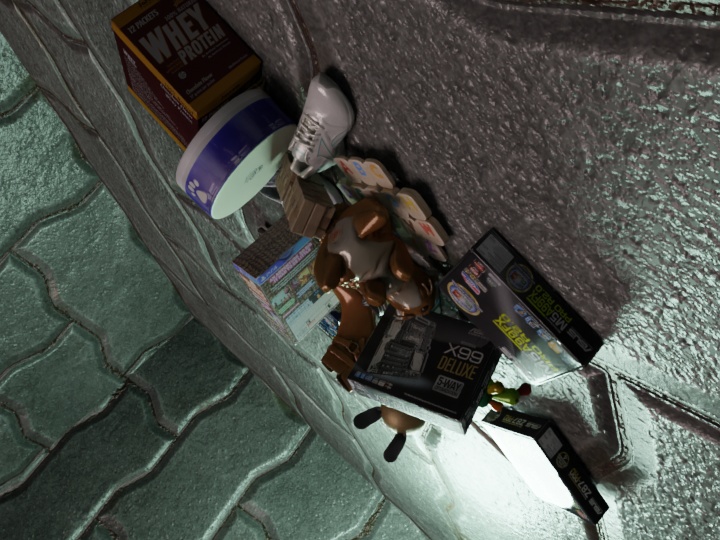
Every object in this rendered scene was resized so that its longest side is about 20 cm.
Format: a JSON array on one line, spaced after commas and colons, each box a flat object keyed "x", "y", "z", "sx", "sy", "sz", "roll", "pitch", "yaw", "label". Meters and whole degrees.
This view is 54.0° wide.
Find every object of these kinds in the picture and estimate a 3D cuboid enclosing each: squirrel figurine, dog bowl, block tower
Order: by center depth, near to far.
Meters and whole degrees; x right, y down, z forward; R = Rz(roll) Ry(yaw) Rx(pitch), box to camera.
[{"x": 0.029, "y": -0.012, "z": 1.052, "sx": 0.185, "sy": 0.143, "sz": 0.200, "roll": 32, "pitch": -175, "yaw": -27, "label": "squirrel figurine"}, {"x": -0.088, "y": -0.116, "z": 1.082, "sx": 0.053, "sy": 0.059, "sz": 0.201, "roll": 19, "pitch": -157, "yaw": -23, "label": "block tower"}, {"x": -0.190, "y": -0.180, "z": 1.106, "sx": 0.079, "sy": 0.200, "sz": 0.200, "roll": 43, "pitch": 161, "yaw": 3, "label": "dog bowl"}]

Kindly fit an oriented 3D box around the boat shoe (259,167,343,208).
[{"x": -0.107, "y": -0.128, "z": 1.227, "sx": 0.199, "sy": 0.067, "sz": 0.074, "roll": 24, "pitch": 151, "yaw": 51, "label": "boat shoe"}]

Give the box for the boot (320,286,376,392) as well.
[{"x": -0.030, "y": 0.126, "z": 1.413, "sx": 0.201, "sy": 0.155, "sz": 0.076, "roll": 52, "pitch": 161, "yaw": -12, "label": "boot"}]

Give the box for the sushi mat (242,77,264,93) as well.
[{"x": -0.196, "y": -0.237, "z": 1.167, "sx": 0.012, "sy": 0.096, "sz": 0.200, "roll": 44, "pitch": 161, "yaw": 4, "label": "sushi mat"}]

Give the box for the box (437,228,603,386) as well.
[{"x": 0.203, "y": 0.055, "z": 0.932, "sx": 0.200, "sy": 0.044, "sz": 0.160, "roll": 47, "pitch": 161, "yaw": 5, "label": "box"}]

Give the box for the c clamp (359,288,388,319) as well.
[{"x": 0.000, "y": 0.000, "z": 1.260, "sx": 0.203, "sy": 0.027, "sz": 0.170, "roll": 66, "pitch": 164, "yaw": -14, "label": "c clamp"}]

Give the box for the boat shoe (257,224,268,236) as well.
[{"x": -0.205, "y": -0.021, "z": 1.658, "sx": 0.072, "sy": 0.063, "sz": 0.202, "roll": 33, "pitch": 156, "yaw": 36, "label": "boat shoe"}]

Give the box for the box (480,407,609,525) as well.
[{"x": 0.314, "y": 0.329, "z": 1.213, "sx": 0.201, "sy": 0.049, "sz": 0.161, "roll": 53, "pitch": 164, "yaw": -15, "label": "box"}]

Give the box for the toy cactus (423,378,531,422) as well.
[{"x": 0.154, "y": 0.176, "z": 1.116, "sx": 0.198, "sy": 0.164, "sz": 0.104, "roll": 30, "pitch": 135, "yaw": 30, "label": "toy cactus"}]

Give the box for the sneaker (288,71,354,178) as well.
[{"x": -0.058, "y": -0.190, "z": 0.982, "sx": 0.070, "sy": 0.080, "sz": 0.201, "roll": 44, "pitch": 159, "yaw": 14, "label": "sneaker"}]

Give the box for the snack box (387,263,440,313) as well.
[{"x": 0.085, "y": 0.054, "z": 1.201, "sx": 0.116, "sy": 0.037, "sz": 0.202, "roll": 39, "pitch": 159, "yaw": 30, "label": "snack box"}]

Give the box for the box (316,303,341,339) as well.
[{"x": -0.097, "y": 0.080, "z": 1.640, "sx": 0.199, "sy": 0.046, "sz": 0.160, "roll": 40, "pitch": 159, "yaw": 24, "label": "box"}]

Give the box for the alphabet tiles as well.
[{"x": 0.043, "y": -0.086, "z": 1.022, "sx": 0.199, "sy": 0.015, "sz": 0.196, "roll": 20, "pitch": 154, "yaw": 55, "label": "alphabet tiles"}]

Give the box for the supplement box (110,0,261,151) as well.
[{"x": -0.274, "y": -0.311, "z": 1.137, "sx": 0.197, "sy": 0.133, "sz": 0.200, "roll": 46, "pitch": 162, "yaw": 5, "label": "supplement box"}]

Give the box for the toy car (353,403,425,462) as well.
[{"x": 0.088, "y": 0.261, "z": 1.346, "sx": 0.164, "sy": 0.200, "sz": 0.158, "roll": 43, "pitch": 161, "yaw": 11, "label": "toy car"}]

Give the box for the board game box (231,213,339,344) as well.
[{"x": -0.140, "y": 0.017, "z": 1.440, "sx": 0.096, "sy": 0.159, "sz": 0.202, "roll": 28, "pitch": 152, "yaw": 43, "label": "board game box"}]

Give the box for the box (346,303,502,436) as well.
[{"x": 0.101, "y": 0.143, "z": 1.082, "sx": 0.197, "sy": 0.159, "sz": 0.050, "roll": 16, "pitch": 149, "yaw": 30, "label": "box"}]
